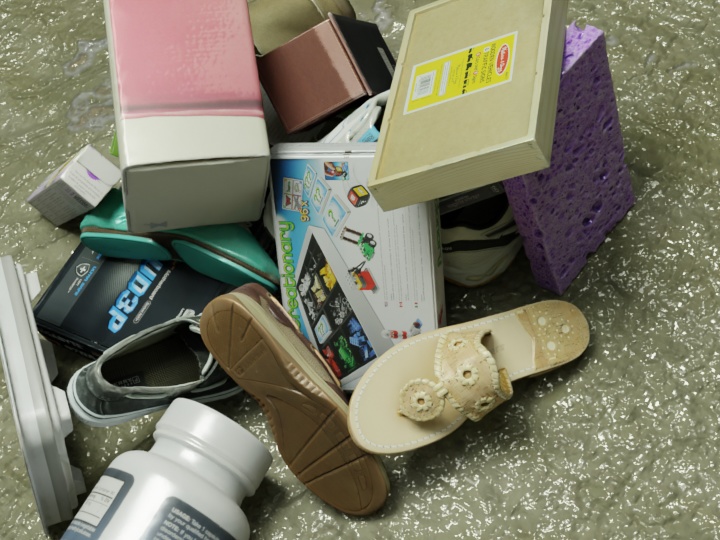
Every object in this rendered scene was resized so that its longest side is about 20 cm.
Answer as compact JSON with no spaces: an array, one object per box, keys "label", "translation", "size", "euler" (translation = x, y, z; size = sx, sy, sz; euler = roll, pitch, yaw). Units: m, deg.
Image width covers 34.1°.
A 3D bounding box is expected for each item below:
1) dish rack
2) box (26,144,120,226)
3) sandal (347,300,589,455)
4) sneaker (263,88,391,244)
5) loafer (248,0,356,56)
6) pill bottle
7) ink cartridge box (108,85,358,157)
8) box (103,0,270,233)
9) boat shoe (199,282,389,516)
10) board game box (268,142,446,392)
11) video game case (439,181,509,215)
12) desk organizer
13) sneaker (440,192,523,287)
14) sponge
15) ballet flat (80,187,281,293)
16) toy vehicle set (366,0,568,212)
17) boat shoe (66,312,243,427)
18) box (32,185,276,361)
[{"label":"dish rack","translation":[-0.261,0.095,0.942],"size":[0.043,0.172,0.200],"euler":[-12,53,-16]},{"label":"box","translation":[-0.257,-0.073,1.044],"size":[0.039,0.041,0.200],"euler":[-52,16,-17]},{"label":"sandal","translation":[0.089,0.066,0.862],"size":[0.212,0.070,0.078],"euler":[-21,80,-24]},{"label":"sneaker","translation":[-0.002,-0.095,0.932],"size":[0.200,0.087,0.075],"euler":[-42,85,4]},{"label":"loafer","translation":[-0.070,-0.231,1.107],"size":[0.067,0.076,0.200],"euler":[-43,18,-18]},{"label":"pill bottle","translation":[-0.151,0.201,0.860],"size":[0.119,0.120,0.200],"euler":[20,65,26]},{"label":"ink cartridge box","translation":[-0.101,-0.125,1.056],"size":[0.200,0.076,0.148],"euler":[24,32,1]},{"label":"box","translation":[-0.139,-0.146,0.914],"size":[0.109,0.128,0.200],"euler":[-6,71,-11]},{"label":"boat shoe","translation":[-0.039,0.094,0.901],"size":[0.072,0.072,0.200],"euler":[-41,88,30]},{"label":"board game box","translation":[0.000,0.000,0.912],"size":[0.126,0.200,0.035],"euler":[2,21,17]},{"label":"video game case","translation":[0.049,-0.089,0.987],"size":[0.200,0.019,0.143],"euler":[-18,37,35]},{"label":"desk organizer","translation":[-0.021,-0.168,1.012],"size":[0.077,0.200,0.072],"euler":[-27,93,14]},{"label":"sneaker","translation":[0.135,-0.075,0.977],"size":[0.076,0.088,0.200],"euler":[32,70,32]},{"label":"sponge","translation":[0.158,-0.081,0.904],"size":[0.030,0.200,0.112],"euler":[30,69,35]},{"label":"ballet flat","translation":[-0.145,-0.036,0.986],"size":[0.200,0.067,0.070],"euler":[13,69,24]},{"label":"toy vehicle set","translation":[0.080,-0.135,0.836],"size":[0.124,0.027,0.200],"euler":[-13,43,28]},{"label":"boat shoe","translation":[-0.130,0.071,0.922],"size":[0.200,0.071,0.072],"euler":[-23,83,-39]},{"label":"box","translation":[-0.175,-0.002,1.044],"size":[0.159,0.046,0.200],"euler":[20,65,26]}]
